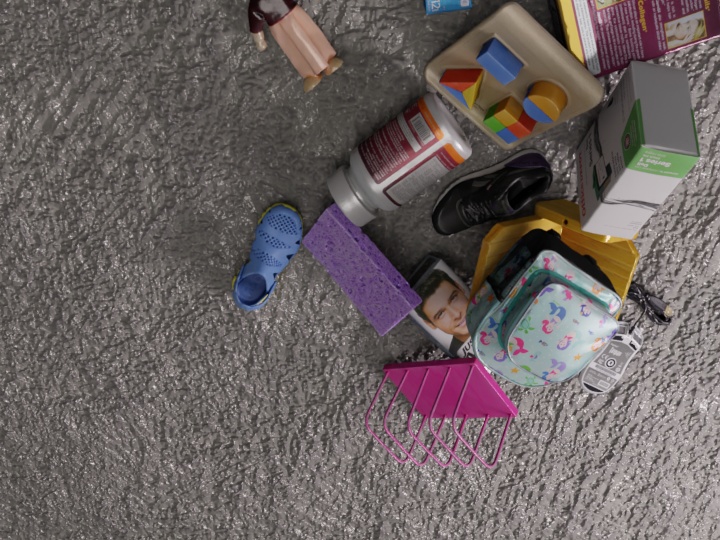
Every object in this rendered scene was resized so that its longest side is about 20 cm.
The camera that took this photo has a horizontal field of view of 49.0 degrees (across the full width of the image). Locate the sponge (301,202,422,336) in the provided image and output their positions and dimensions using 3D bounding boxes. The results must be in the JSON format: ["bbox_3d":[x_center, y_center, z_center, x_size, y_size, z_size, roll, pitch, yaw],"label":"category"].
[{"bbox_3d":[0.000,0.000,1.214,0.200,0.030,0.112,50,144,2],"label":"sponge"}]

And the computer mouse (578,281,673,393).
[{"bbox_3d":[0.429,0.117,1.324,0.109,0.044,0.201,25,110,-16],"label":"computer mouse"}]

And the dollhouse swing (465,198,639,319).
[{"bbox_3d":[0.288,0.020,1.188,0.181,0.175,0.202,27,122,29],"label":"dollhouse swing"}]

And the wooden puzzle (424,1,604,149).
[{"bbox_3d":[0.200,-0.249,1.079,0.185,0.047,0.199,38,152,-16],"label":"wooden puzzle"}]

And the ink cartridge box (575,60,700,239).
[{"bbox_3d":[0.370,-0.158,1.077,0.083,0.148,0.201,8,150,-5],"label":"ink cartridge box"}]

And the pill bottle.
[{"bbox_3d":[0.054,-0.157,1.151,0.199,0.110,0.110,-34,112,18],"label":"pill bottle"}]

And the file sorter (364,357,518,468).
[{"bbox_3d":[0.126,0.241,1.294,0.199,0.126,0.139,-11,129,44],"label":"file sorter"}]

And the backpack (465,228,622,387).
[{"bbox_3d":[0.252,0.069,1.116,0.176,0.151,0.200,31,117,-20],"label":"backpack"}]

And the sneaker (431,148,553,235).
[{"bbox_3d":[0.194,-0.109,1.184,0.199,0.088,0.076,-32,113,17],"label":"sneaker"}]

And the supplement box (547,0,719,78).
[{"bbox_3d":[0.357,-0.350,1.045,0.198,0.104,0.132,-16,116,11],"label":"supplement box"}]

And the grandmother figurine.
[{"bbox_3d":[-0.105,-0.352,1.085,0.121,0.061,0.200,-38,114,10],"label":"grandmother figurine"}]

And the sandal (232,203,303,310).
[{"bbox_3d":[-0.149,-0.012,1.248,0.079,0.087,0.201,22,114,-8],"label":"sandal"}]

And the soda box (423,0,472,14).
[{"bbox_3d":[0.104,-0.444,1.023,0.063,0.068,0.202,-6,117,4],"label":"soda box"}]

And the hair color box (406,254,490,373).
[{"bbox_3d":[0.153,0.079,1.281,0.200,0.061,0.099,43,84,-18],"label":"hair color box"}]
